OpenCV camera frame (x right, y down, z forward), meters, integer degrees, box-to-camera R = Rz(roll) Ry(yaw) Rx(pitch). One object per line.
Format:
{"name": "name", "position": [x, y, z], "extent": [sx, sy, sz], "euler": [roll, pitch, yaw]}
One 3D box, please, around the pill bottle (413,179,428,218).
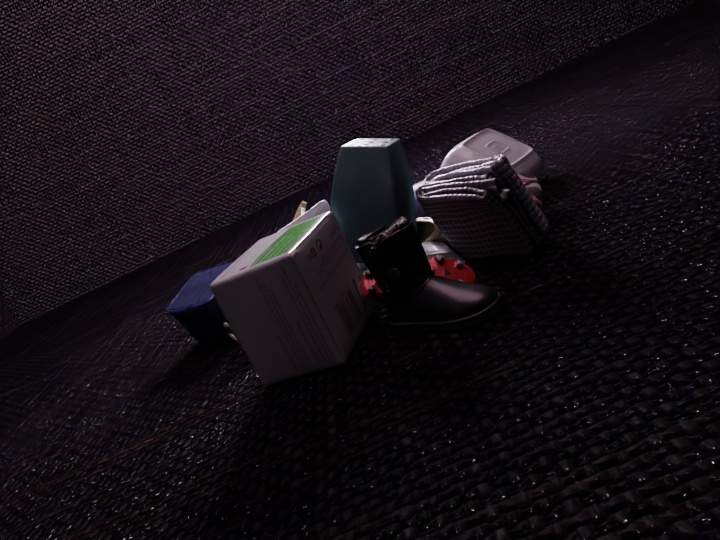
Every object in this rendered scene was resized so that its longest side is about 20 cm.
{"name": "pill bottle", "position": [0.150, -0.148, 1.403], "extent": [0.196, 0.114, 0.112], "euler": [-24, 16, 3]}

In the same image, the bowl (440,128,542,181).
{"name": "bowl", "position": [0.301, -0.245, 1.358], "extent": [0.198, 0.076, 0.198], "euler": [34, 46, 26]}

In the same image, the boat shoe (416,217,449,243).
{"name": "boat shoe", "position": [0.119, -0.074, 1.245], "extent": [0.062, 0.075, 0.199], "euler": [-1, -2, -31]}

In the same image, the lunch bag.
{"name": "lunch bag", "position": [-0.328, 0.085, 1.376], "extent": [0.197, 0.133, 0.137], "euler": [-11, 37, 40]}

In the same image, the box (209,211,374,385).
{"name": "box", "position": [-0.105, 0.044, 1.024], "extent": [0.168, 0.203, 0.200], "euler": [-19, 17, 25]}

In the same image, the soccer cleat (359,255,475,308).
{"name": "soccer cleat", "position": [0.095, 0.027, 1.020], "extent": [0.195, 0.086, 0.070], "euler": [-8, 58, 4]}

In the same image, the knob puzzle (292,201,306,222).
{"name": "knob puzzle", "position": [-0.146, -0.056, 1.343], "extent": [0.030, 0.224, 0.220], "euler": [16, 10, -12]}

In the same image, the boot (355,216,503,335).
{"name": "boot", "position": [0.096, 0.003, 0.902], "extent": [0.197, 0.171, 0.076], "euler": [-12, 19, 36]}

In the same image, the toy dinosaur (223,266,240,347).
{"name": "toy dinosaur", "position": [-0.205, 0.072, 1.259], "extent": [0.198, 0.106, 0.182], "euler": [27, 64, 29]}

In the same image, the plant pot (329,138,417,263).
{"name": "plant pot", "position": [0.022, -0.132, 1.105], "extent": [0.138, 0.205, 0.141], "euler": [3, 20, 18]}

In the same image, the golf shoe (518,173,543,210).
{"name": "golf shoe", "position": [0.253, -0.156, 1.170], "extent": [0.195, 0.094, 0.073], "euler": [7, -28, -7]}

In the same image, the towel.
{"name": "towel", "position": [0.206, -0.100, 1.055], "extent": [0.086, 0.166, 0.198], "euler": [-52, 27, -22]}

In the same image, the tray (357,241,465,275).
{"name": "tray", "position": [0.089, -0.027, 1.136], "extent": [0.195, 0.023, 0.108], "euler": [-8, 21, -12]}

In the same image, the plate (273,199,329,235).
{"name": "plate", "position": [-0.099, -0.016, 1.238], "extent": [0.032, 0.204, 0.199], "euler": [8, 31, 29]}
